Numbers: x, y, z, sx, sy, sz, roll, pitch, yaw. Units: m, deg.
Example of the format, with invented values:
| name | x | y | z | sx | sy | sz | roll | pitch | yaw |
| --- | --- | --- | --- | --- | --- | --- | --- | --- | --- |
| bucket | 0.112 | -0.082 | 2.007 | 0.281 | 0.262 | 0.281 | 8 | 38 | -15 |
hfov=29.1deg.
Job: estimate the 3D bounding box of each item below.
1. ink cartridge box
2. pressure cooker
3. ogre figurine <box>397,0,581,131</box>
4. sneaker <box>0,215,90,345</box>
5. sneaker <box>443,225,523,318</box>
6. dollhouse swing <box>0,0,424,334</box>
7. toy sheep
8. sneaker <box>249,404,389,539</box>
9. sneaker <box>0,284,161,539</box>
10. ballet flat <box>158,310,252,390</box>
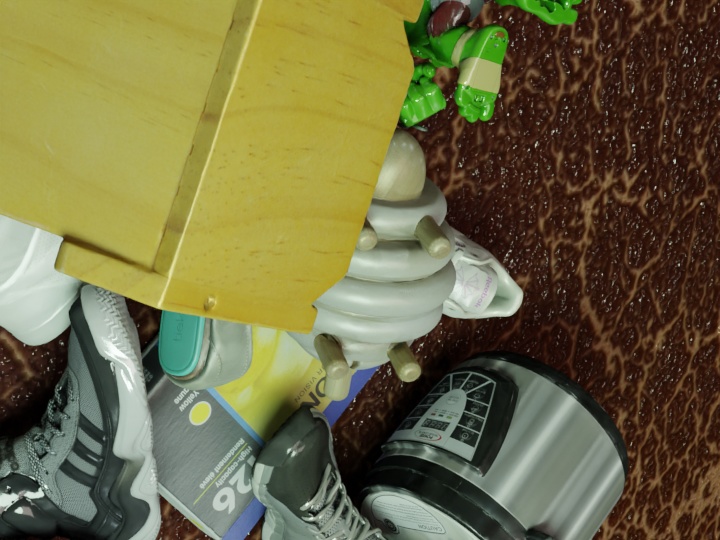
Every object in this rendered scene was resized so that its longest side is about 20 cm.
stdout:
| name | x | y | z | sx | sy | sz | roll | pitch | yaw |
| --- | --- | --- | --- | --- | --- | --- | --- | --- | --- |
| ink cartridge box | -0.071 | 0.090 | 0.996 | 0.198 | 0.047 | 0.200 | -51 | 133 | -14 |
| pressure cooker | 0.096 | 0.184 | 1.086 | 0.200 | 0.179 | 0.176 | -47 | 167 | -30 |
| ogre figurine | 0.066 | -0.178 | 0.946 | 0.200 | 0.120 | 0.098 | -55 | 140 | -7 |
| sneaker | -0.171 | -0.061 | 0.807 | 0.200 | 0.074 | 0.116 | -55 | 139 | -7 |
| sneaker | 0.046 | -0.015 | 1.018 | 0.200 | 0.100 | 0.075 | 22 | 94 | -45 |
| dollhouse swing | -0.105 | -0.092 | 0.756 | 0.182 | 0.176 | 0.200 | 14 | 94 | -55 |
| toy sheep | 0.000 | 0.000 | 0.901 | 0.138 | 0.138 | 0.200 | -7 | 123 | -42 |
| sneaker | -0.013 | 0.176 | 0.993 | 0.075 | 0.115 | 0.200 | -47 | 160 | -23 |
| sneaker | -0.183 | 0.099 | 0.835 | 0.114 | 0.076 | 0.200 | -8 | 128 | -12 |
| ballet flat | -0.092 | -0.024 | 0.892 | 0.064 | 0.067 | 0.200 | 2 | 94 | -48 |
